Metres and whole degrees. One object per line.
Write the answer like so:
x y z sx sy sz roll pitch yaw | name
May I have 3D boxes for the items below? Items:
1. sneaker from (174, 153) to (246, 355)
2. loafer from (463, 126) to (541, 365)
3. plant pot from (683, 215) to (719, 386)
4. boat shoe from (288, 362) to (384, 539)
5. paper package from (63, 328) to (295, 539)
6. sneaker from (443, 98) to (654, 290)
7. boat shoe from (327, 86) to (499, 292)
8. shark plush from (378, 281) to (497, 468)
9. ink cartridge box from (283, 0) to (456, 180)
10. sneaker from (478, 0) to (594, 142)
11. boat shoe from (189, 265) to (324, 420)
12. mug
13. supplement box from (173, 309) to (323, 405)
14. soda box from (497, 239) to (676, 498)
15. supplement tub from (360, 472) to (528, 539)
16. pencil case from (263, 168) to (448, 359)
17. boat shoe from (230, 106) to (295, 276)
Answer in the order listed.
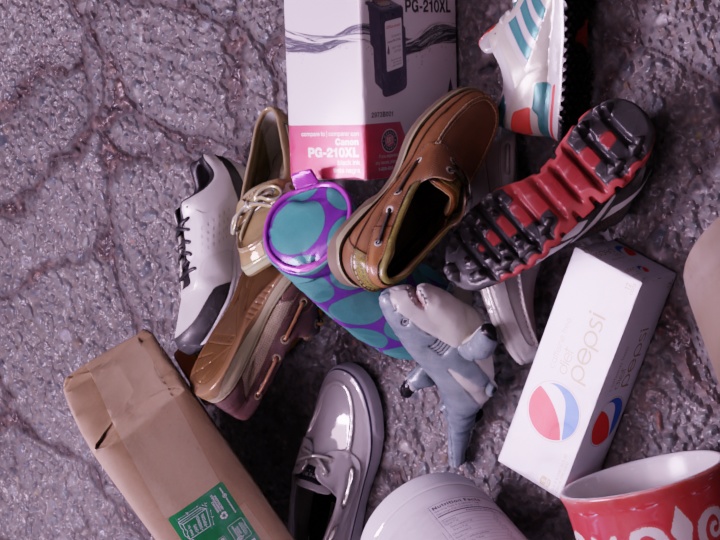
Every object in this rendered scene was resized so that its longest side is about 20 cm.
-0.143 -0.017 1.575 0.074 0.080 0.201 -31 38 50 | sneaker
0.124 -0.024 1.435 0.069 0.070 0.201 -15 84 6 | loafer
0.323 0.039 1.239 0.200 0.199 0.174 -54 50 29 | plant pot
-0.032 0.185 1.587 0.072 0.066 0.201 23 110 33 | boat shoe
-0.165 0.178 1.567 0.201 0.103 0.191 58 173 -21 | paper package
0.156 -0.048 1.376 0.200 0.098 0.071 -40 64 8 | sneaker
0.059 -0.061 1.363 0.068 0.072 0.201 9 59 53 | boat shoe
0.067 0.081 1.471 0.201 0.083 0.091 81 171 -50 | shark plush
0.010 -0.181 1.454 0.084 0.144 0.202 3 98 35 | ink cartridge box
0.138 -0.206 1.401 0.093 0.070 0.201 9 105 30 | sneaker
-0.069 0.037 1.503 0.072 0.072 0.201 6 63 57 | boat shoe
0.259 0.252 1.341 0.177 0.133 0.201 -12 92 39 | mug
-0.088 0.038 1.610 0.200 0.066 0.069 -46 66 31 | supplement box
0.183 0.080 1.412 0.068 0.063 0.201 30 114 30 | soda box
0.096 0.272 1.422 0.200 0.131 0.133 44 123 52 | supplement tub
0.000 0.000 1.453 0.085 0.200 0.093 -10 61 25 | pencil case
-0.080 -0.070 1.510 0.073 0.201 0.063 -28 116 29 | boat shoe
